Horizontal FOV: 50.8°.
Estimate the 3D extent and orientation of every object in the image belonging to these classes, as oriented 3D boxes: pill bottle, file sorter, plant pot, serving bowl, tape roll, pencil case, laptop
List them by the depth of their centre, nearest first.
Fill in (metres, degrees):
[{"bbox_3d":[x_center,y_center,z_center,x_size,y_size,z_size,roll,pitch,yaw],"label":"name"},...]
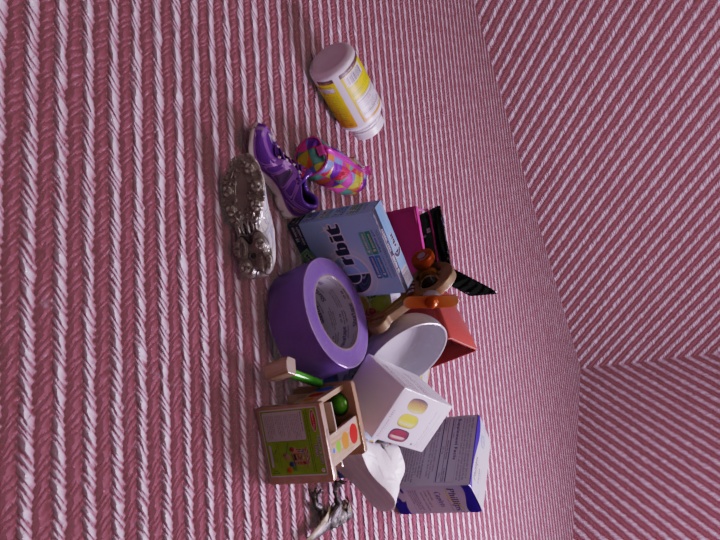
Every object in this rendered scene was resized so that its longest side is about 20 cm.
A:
[{"bbox_3d":[-0.073,0.087,1.356,0.199,0.083,0.204,41,37,-41],"label":"tape roll"},{"bbox_3d":[0.075,0.154,1.508,0.066,0.199,0.200,54,8,36],"label":"serving bowl"},{"bbox_3d":[-0.056,-0.211,1.545,0.199,0.086,0.091,9,72,-63],"label":"pencil case"},{"bbox_3d":[0.056,-0.046,1.593,0.125,0.195,0.143,-12,92,-67],"label":"file sorter"},{"bbox_3d":[-0.023,-0.383,1.646,0.201,0.107,0.111,55,35,-43],"label":"pill bottle"},{"bbox_3d":[0.207,-0.038,1.659,0.177,0.100,0.206,162,-83,-77],"label":"laptop"},{"bbox_3d":[0.123,0.116,1.705,0.199,0.196,0.181,25,46,-61],"label":"plant pot"}]

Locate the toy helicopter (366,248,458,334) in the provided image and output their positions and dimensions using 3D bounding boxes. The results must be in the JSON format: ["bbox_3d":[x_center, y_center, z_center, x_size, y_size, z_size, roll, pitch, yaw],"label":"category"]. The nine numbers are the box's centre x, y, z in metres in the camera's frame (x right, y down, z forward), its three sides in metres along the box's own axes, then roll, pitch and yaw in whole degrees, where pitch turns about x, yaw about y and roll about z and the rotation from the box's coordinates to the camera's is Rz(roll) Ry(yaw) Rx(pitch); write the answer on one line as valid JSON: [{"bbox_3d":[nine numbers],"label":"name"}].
[{"bbox_3d":[0.099,0.056,1.422,0.080,0.198,0.132,57,-9,-31],"label":"toy helicopter"}]

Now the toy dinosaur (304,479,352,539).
[{"bbox_3d":[-0.058,0.428,1.357,0.199,0.046,0.091,-6,93,-62],"label":"toy dinosaur"}]

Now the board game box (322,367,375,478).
[{"bbox_3d":[0.001,0.288,1.529,0.198,0.042,0.206,-7,88,-62],"label":"board game box"}]

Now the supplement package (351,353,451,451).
[{"bbox_3d":[0.067,0.256,1.445,0.115,0.109,0.199,-56,142,4],"label":"supplement package"}]

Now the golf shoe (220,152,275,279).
[{"bbox_3d":[-0.182,-0.091,1.268,0.097,0.076,0.206,-32,116,-81],"label":"golf shoe"}]

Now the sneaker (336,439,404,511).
[{"bbox_3d":[0.009,0.338,1.421,0.202,0.073,0.116,54,30,-12],"label":"sneaker"}]

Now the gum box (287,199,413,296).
[{"bbox_3d":[-0.020,-0.033,1.411,0.045,0.196,0.173,-52,126,-46],"label":"gum box"}]

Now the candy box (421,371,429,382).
[{"bbox_3d":[0.133,0.270,1.844,0.203,0.026,0.103,-75,148,-41],"label":"candy box"}]

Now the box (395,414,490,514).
[{"bbox_3d":[0.175,0.429,1.672,0.106,0.195,0.186,62,31,-34],"label":"box"}]

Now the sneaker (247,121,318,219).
[{"bbox_3d":[-0.134,-0.186,1.366,0.202,0.081,0.082,58,32,-38],"label":"sneaker"}]

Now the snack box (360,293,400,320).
[{"bbox_3d":[0.000,0.000,1.518,0.053,0.139,0.206,-13,93,-62],"label":"snack box"}]

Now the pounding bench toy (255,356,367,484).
[{"bbox_3d":[-0.083,0.231,1.278,0.155,0.121,0.206,-18,98,-65],"label":"pounding bench toy"}]
